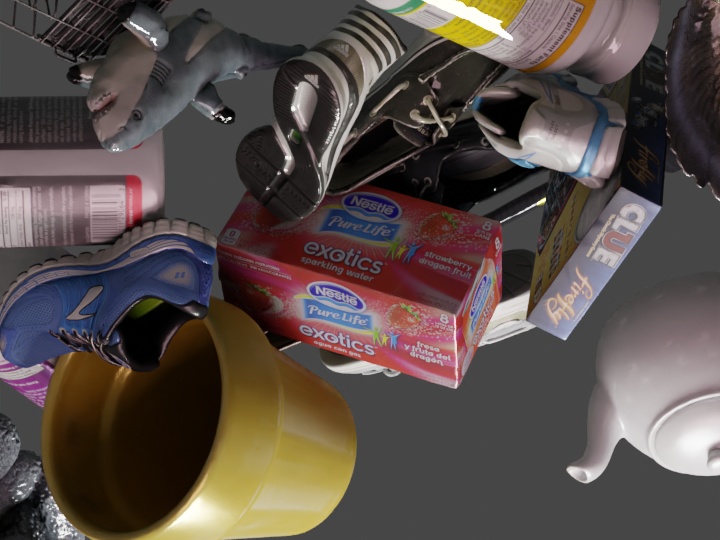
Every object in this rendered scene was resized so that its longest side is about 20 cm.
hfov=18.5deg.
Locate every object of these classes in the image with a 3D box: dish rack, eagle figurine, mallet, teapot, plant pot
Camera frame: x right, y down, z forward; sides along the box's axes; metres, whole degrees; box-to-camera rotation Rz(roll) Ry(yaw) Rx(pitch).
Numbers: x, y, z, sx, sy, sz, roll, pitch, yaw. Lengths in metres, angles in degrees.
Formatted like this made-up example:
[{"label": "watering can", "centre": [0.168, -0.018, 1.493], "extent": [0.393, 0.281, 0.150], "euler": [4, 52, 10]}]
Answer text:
[{"label": "dish rack", "centre": [-0.215, -0.223, 1.488], "extent": [0.200, 0.055, 0.153], "euler": [24, 133, -35]}, {"label": "eagle figurine", "centre": [0.276, -0.164, 1.547], "extent": [0.151, 0.151, 0.200], "euler": [-6, 134, -17]}, {"label": "mallet", "centre": [0.161, -0.077, 1.731], "extent": [0.200, 0.041, 0.066], "euler": [-23, 138, 25]}, {"label": "teapot", "centre": [0.301, 0.106, 1.882], "extent": [0.197, 0.146, 0.200], "euler": [19, 133, -28]}, {"label": "plant pot", "centre": [-0.110, 0.125, 1.696], "extent": [0.201, 0.201, 0.189], "euler": [-34, 146, 30]}]

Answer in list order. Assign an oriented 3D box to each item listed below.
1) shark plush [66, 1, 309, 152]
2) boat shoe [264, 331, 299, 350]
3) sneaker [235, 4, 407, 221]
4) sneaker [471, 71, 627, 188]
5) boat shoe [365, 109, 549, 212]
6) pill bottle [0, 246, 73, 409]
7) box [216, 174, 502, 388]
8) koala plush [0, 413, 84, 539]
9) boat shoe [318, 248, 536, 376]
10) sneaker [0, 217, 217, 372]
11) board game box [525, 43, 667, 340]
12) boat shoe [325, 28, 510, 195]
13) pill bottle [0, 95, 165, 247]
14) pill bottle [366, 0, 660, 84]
[{"label": "shark plush", "centre": [-0.120, -0.131, 1.556], "extent": [0.091, 0.083, 0.200], "euler": [-38, 164, 33]}, {"label": "boat shoe", "centre": [-0.013, 0.023, 1.795], "extent": [0.200, 0.072, 0.072], "euler": [-17, 139, 13]}, {"label": "sneaker", "centre": [-0.017, -0.116, 1.602], "extent": [0.076, 0.115, 0.201], "euler": [42, 150, 7]}, {"label": "sneaker", "centre": [0.113, -0.112, 1.559], "extent": [0.087, 0.200, 0.075], "euler": [16, 94, -18]}, {"label": "boat shoe", "centre": [0.071, -0.072, 1.697], "extent": [0.199, 0.066, 0.075], "euler": [-20, 140, 16]}, {"label": "pill bottle", "centre": [-0.228, 0.062, 1.780], "extent": [0.112, 0.112, 0.200], "euler": [-25, 137, 21]}, {"label": "box", "centre": [0.000, 0.000, 1.687], "extent": [0.200, 0.100, 0.096], "euler": [17, 143, 17]}, {"label": "koala plush", "centre": [-0.303, 0.264, 1.944], "extent": [0.177, 0.200, 0.184], "euler": [19, 134, -28]}, {"label": "boat shoe", "centre": [0.065, 0.046, 1.835], "extent": [0.202, 0.074, 0.065], "euler": [-22, 134, 7]}, {"label": "sneaker", "centre": [-0.189, 0.034, 1.613], "extent": [0.200, 0.089, 0.079], "euler": [-24, 147, 32]}, {"label": "board game box", "centre": [0.173, -0.061, 1.586], "extent": [0.035, 0.200, 0.136], "euler": [26, 127, -8]}, {"label": "boat shoe", "centre": [0.045, -0.120, 1.636], "extent": [0.200, 0.064, 0.071], "euler": [-34, 133, 29]}, {"label": "pill bottle", "centre": [-0.244, -0.072, 1.618], "extent": [0.200, 0.111, 0.111], "euler": [-1, 140, -7]}, {"label": "pill bottle", "centre": [0.103, -0.200, 1.511], "extent": [0.200, 0.113, 0.113], "euler": [21, 133, -29]}]
